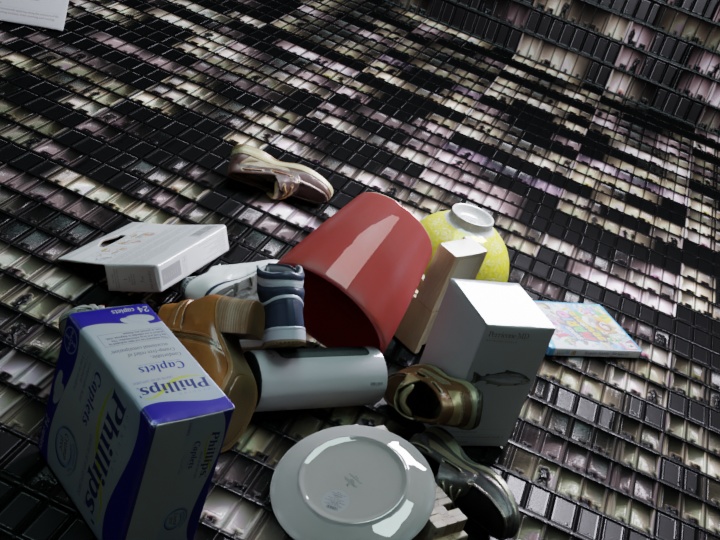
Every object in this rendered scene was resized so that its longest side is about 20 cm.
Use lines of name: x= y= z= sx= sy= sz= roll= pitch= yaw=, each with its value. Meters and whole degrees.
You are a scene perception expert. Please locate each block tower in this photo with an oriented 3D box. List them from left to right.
block tower: x=0.051 y=0.268 z=1.435 sx=0.057 sy=0.055 sz=0.200 roll=-5 pitch=36 yaw=-40

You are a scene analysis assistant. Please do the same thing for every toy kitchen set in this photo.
toy kitchen set: x=0.099 y=-0.010 z=1.844 sx=0.162 sy=0.183 sz=0.200 roll=-11 pitch=42 yaw=-47

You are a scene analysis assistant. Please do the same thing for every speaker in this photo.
speaker: x=-0.065 y=0.144 z=1.561 sx=0.197 sy=0.082 sz=0.081 roll=0 pitch=32 yaw=-32

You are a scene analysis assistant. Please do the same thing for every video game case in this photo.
video game case: x=0.365 y=0.099 z=2.003 sx=0.197 sy=0.018 sz=0.144 roll=4 pitch=31 yaw=-28

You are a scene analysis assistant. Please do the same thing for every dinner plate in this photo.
dinner plate: x=-0.009 y=0.251 z=1.384 sx=0.196 sy=0.025 sz=0.202 roll=-1 pitch=41 yaw=1

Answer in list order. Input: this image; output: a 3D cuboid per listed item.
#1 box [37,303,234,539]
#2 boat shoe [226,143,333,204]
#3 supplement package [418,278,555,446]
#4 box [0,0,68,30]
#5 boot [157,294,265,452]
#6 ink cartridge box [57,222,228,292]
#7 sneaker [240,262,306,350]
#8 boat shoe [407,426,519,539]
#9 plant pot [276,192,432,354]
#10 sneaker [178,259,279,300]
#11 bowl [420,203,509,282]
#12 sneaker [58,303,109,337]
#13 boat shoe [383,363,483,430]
box: x=-0.248 y=0.171 z=1.269 sx=0.104 sy=0.186 sz=0.200 roll=-5 pitch=35 yaw=-42
boat shoe: x=-0.146 y=-0.154 z=2.096 sx=0.197 sy=0.072 sz=0.073 roll=24 pitch=55 yaw=-15
supplement package: x=0.162 y=0.127 z=1.607 sx=0.115 sy=0.203 sz=0.118 roll=4 pitch=30 yaw=-26
box: x=-0.720 y=-0.631 z=2.466 sx=0.196 sy=0.174 sz=0.201 roll=4 pitch=30 yaw=-28
boot: x=-0.209 y=0.126 z=1.484 sx=0.153 sy=0.204 sz=0.076 roll=-2 pitch=-17 yaw=29
ink cartridge box: x=-0.318 y=-0.023 z=1.743 sx=0.173 sy=0.046 sz=0.200 roll=2 pitch=19 yaw=24
sneaker: x=-0.121 y=0.051 z=1.569 sx=0.069 sy=0.111 sz=0.199 roll=0 pitch=-7 yaw=-22
boat shoe: x=0.118 y=0.273 z=1.466 sx=0.072 sy=0.076 sz=0.199 roll=-13 pitch=31 yaw=-31
plant pot: x=0.000 y=0.000 z=1.676 sx=0.199 sy=0.202 sz=0.178 roll=30 pitch=61 yaw=20
sneaker: x=-0.176 y=0.015 z=1.741 sx=0.080 sy=0.078 sz=0.198 roll=25 pitch=24 yaw=34
bowl: x=0.180 y=-0.052 z=2.060 sx=0.197 sy=0.109 sz=0.201 roll=15 pitch=27 yaw=-8
sneaker: x=-0.314 y=0.111 z=1.456 sx=0.199 sy=0.079 sz=0.082 roll=36 pitch=32 yaw=30
boat shoe: x=0.081 y=0.165 z=1.553 sx=0.073 sy=0.077 sz=0.199 roll=3 pitch=-1 yaw=-30
